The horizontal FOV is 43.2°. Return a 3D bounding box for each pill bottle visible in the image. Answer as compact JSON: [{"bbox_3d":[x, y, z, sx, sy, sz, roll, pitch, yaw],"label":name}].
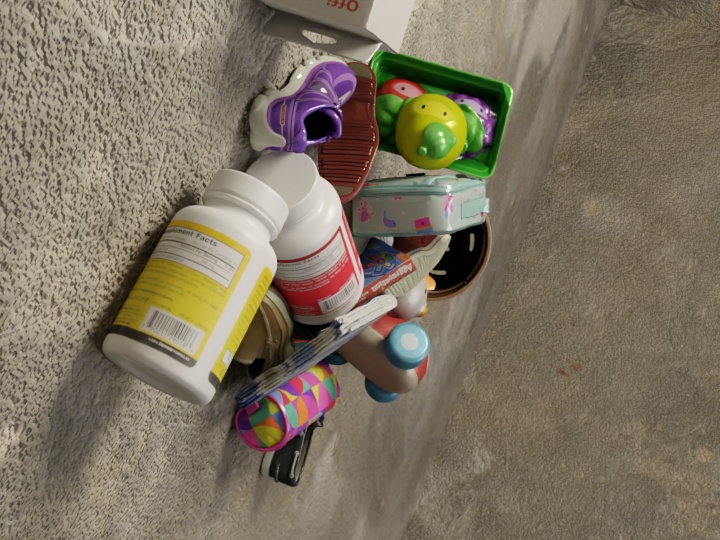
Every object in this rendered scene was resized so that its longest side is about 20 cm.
[{"bbox_3d":[-0.144,0.012,0.842,0.112,0.110,0.202,74,39,-64],"label":"pill bottle"},{"bbox_3d":[-0.066,-0.036,1.026,0.113,0.111,0.201,-61,153,-28],"label":"pill bottle"}]

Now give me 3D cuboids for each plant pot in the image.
[{"bbox_3d":[0.129,-0.055,1.564,0.198,0.198,0.203,-16,125,-80],"label":"plant pot"}]

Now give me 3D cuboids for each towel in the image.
[{"bbox_3d":[-0.054,0.097,1.113,0.199,0.024,0.146,-38,173,30],"label":"towel"}]

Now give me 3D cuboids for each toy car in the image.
[{"bbox_3d":[0.054,0.059,1.341,0.200,0.176,0.185,-50,172,-26],"label":"toy car"}]

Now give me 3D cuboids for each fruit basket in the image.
[{"bbox_3d":[0.095,-0.202,1.210,0.215,0.213,0.158,29,75,-74],"label":"fruit basket"}]

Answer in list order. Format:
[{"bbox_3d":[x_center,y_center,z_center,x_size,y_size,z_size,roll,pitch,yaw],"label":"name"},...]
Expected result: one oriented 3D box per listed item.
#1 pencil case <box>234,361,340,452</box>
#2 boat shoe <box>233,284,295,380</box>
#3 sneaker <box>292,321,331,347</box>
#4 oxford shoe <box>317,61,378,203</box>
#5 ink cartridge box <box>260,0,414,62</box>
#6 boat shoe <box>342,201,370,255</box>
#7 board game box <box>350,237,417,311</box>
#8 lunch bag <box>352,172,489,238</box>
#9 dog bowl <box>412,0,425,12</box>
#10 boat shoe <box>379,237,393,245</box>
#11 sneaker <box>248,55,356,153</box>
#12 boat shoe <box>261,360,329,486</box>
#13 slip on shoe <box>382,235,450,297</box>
[{"bbox_3d":[-0.098,0.182,1.254,0.200,0.087,0.090,-27,134,-71],"label":"pencil case"},{"bbox_3d":[-0.123,0.079,1.081,0.076,0.071,0.201,-48,155,-22],"label":"boat shoe"},{"bbox_3d":[-0.068,0.069,1.212,0.200,0.079,0.072,68,45,-71],"label":"sneaker"},{"bbox_3d":[-0.010,-0.156,1.105,0.075,0.069,0.202,93,7,-59],"label":"oxford shoe"},{"bbox_3d":[-0.012,-0.310,0.883,0.125,0.127,0.203,-7,116,-72],"label":"ink cartridge box"},{"bbox_3d":[-0.022,-0.062,1.240,0.202,0.059,0.073,-43,121,-62],"label":"boat shoe"},{"bbox_3d":[0.000,0.000,1.193,0.102,0.020,0.200,-33,-164,-6],"label":"board game box"},{"bbox_3d":[0.085,-0.090,1.216,0.200,0.158,0.078,-23,109,-66],"label":"lunch bag"},{"bbox_3d":[0.048,-0.411,1.065,0.200,0.073,0.203,19,90,-73],"label":"dog bowl"},{"bbox_3d":[0.008,0.013,1.434,0.062,0.072,0.202,-27,135,-33],"label":"boat shoe"},{"bbox_3d":[-0.048,-0.172,1.002,0.200,0.082,0.082,-52,156,-50],"label":"sneaker"},{"bbox_3d":[-0.083,0.228,1.383,0.076,0.060,0.202,49,61,-72],"label":"boat shoe"},{"bbox_3d":[0.066,-0.019,1.281,0.200,0.061,0.075,-38,155,-57],"label":"slip on shoe"}]
